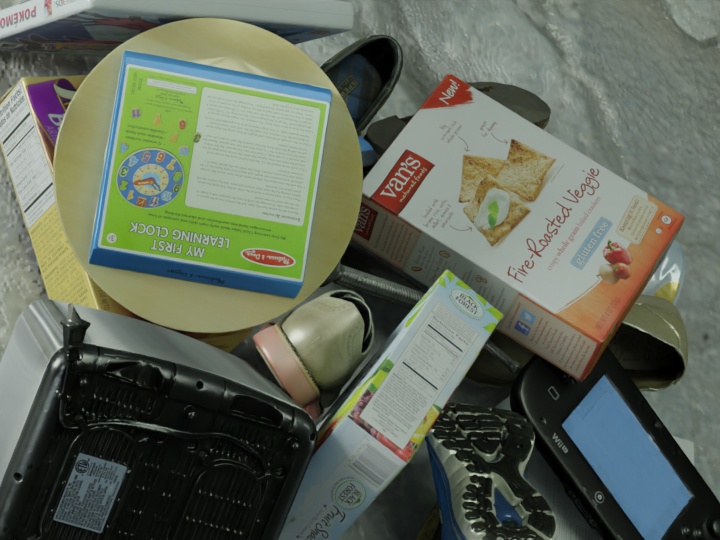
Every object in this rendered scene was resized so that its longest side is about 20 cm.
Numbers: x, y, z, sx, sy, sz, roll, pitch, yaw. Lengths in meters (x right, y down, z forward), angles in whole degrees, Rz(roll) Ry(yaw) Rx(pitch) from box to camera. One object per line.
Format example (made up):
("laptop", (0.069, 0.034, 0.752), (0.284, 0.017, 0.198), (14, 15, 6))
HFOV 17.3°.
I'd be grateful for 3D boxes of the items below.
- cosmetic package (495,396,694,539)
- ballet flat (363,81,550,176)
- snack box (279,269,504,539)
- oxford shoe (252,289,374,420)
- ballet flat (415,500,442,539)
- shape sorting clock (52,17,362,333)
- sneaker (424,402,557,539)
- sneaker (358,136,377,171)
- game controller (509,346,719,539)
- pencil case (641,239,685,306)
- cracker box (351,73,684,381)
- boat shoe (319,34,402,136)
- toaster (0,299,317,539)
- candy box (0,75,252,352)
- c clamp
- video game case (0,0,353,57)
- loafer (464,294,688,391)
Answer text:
("cosmetic package", (0.166, 0.196, 1.671), (0.150, 0.052, 0.201), (20, 55, -23))
("ballet flat", (0.070, -0.099, 1.783), (0.067, 0.047, 0.200), (34, 36, 28))
("snack box", (0.003, 0.106, 1.510), (0.053, 0.200, 0.142), (38, 49, -1))
("oxford shoe", (-0.021, 0.051, 1.543), (0.074, 0.200, 0.071), (-33, 91, 0))
("ballet flat", (0.049, 0.219, 1.566), (0.071, 0.071, 0.200), (39, 42, -9))
("shape sorting clock", (-0.096, -0.060, 1.506), (0.199, 0.039, 0.201), (1, 86, -14))
("sneaker", (0.075, 0.156, 1.540), (0.078, 0.090, 0.200), (8, 28, -9))
("sneaker", (-0.074, -0.094, 1.590), (0.199, 0.066, 0.079), (-2, 76, -36))
("game controller", (0.180, 0.135, 1.639), (0.200, 0.042, 0.104), (53, 40, -8))
("pencil case", (0.144, -0.016, 1.754), (0.199, 0.083, 0.091), (20, 42, -25))
("cracker box", (0.106, -0.032, 1.637), (0.199, 0.058, 0.134), (31, 55, 9))
("boat shoe", (-0.033, -0.107, 1.703), (0.069, 0.057, 0.200), (43, 49, -6))
("toaster", (-0.140, 0.121, 1.420), (0.180, 0.119, 0.201), (18, 99, -25))
("candy box", (-0.160, -0.033, 1.577), (0.116, 0.056, 0.201), (-6, 69, -38))
("c clamp", (0.000, 0.000, 1.610), (0.200, 0.027, 0.171), (21, 12, -45))
("video game case", (-0.135, -0.164, 1.590), (0.199, 0.182, 0.023), (1, 86, -34))
("loafer", (0.152, 0.052, 1.700), (0.199, 0.076, 0.068), (-2, 25, -19))
